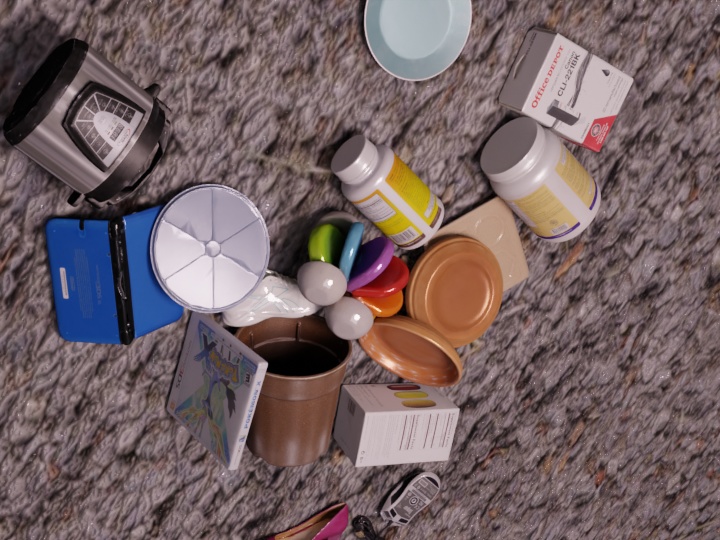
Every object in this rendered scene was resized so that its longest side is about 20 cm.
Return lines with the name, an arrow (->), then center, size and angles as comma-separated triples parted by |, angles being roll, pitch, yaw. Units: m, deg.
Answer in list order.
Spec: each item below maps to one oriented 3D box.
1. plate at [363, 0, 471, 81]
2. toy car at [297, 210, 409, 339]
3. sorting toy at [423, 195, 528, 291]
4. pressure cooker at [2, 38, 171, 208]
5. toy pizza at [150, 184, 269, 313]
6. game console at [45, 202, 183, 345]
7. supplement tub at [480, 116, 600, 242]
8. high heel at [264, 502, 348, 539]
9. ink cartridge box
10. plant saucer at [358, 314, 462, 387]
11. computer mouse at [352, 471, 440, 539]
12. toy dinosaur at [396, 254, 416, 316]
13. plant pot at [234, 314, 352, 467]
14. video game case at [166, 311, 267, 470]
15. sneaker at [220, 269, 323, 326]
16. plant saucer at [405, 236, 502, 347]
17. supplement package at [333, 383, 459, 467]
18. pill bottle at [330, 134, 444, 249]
plate -> 0.091, -0.412, 1.471 | 0.197, 0.026, 0.204 | -9, 112, -23
toy car -> 0.000, 0.000, 1.482 | 0.201, 0.148, 0.176 | 53, 39, -30
sorting toy -> 0.214, -0.025, 1.675 | 0.198, 0.036, 0.187 | -31, 120, -17
pressure cooker -> -0.365, -0.197, 1.252 | 0.175, 0.180, 0.200 | -30, 127, 29
toy pizza -> -0.238, -0.035, 1.432 | 0.197, 0.032, 0.204 | -2, 95, -28
game console -> -0.380, 0.001, 1.410 | 0.168, 0.119, 0.203 | 3, 111, 7
supplement tub -> 0.319, -0.160, 1.605 | 0.199, 0.145, 0.146 | 40, 90, -31
high heel -> -0.111, 0.489, 1.691 | 0.197, 0.067, 0.097 | 1, 114, -29
ink cartridge box -> 0.363, -0.319, 1.601 | 0.198, 0.084, 0.146 | 20, 100, -29
plant saucer -> 0.091, 0.138, 1.597 | 0.200, 0.198, 0.038 | 45, 57, -31
computer mouse -> 0.078, 0.470, 1.793 | 0.200, 0.044, 0.110 | -45, 117, 3
toy dinosaur -> 0.107, 0.072, 1.641 | 0.087, 0.048, 0.201 | -30, 111, 9
plant pot -> -0.119, 0.205, 1.522 | 0.197, 0.201, 0.201 | -7, 121, -23
video game case -> -0.234, 0.188, 1.446 | 0.022, 0.199, 0.185 | 4, 109, -45
sneaker -> -0.138, 0.037, 1.509 | 0.197, 0.070, 0.082 | -10, 111, -21
plant saucer -> 0.175, 0.042, 1.610 | 0.197, 0.037, 0.204 | -6, 104, -23
supplement package -> 0.065, 0.282, 1.672 | 0.197, 0.114, 0.111 | 2, 110, -27
pill bottle -> 0.043, -0.132, 1.506 | 0.110, 0.109, 0.200 | -49, 122, -1
